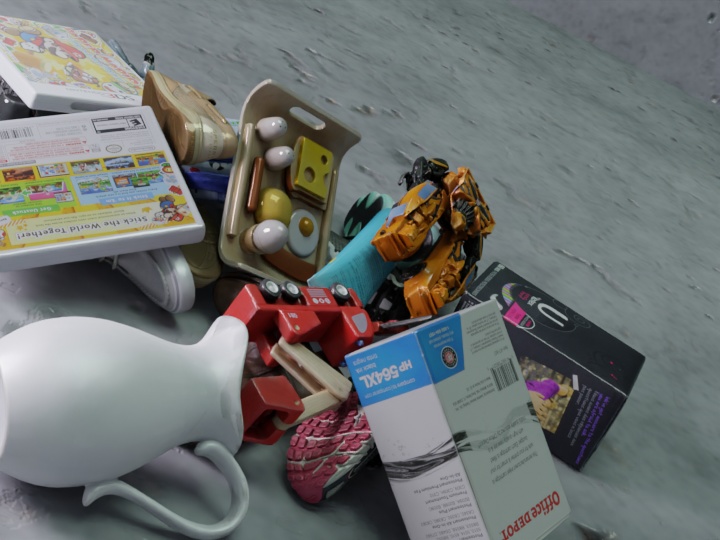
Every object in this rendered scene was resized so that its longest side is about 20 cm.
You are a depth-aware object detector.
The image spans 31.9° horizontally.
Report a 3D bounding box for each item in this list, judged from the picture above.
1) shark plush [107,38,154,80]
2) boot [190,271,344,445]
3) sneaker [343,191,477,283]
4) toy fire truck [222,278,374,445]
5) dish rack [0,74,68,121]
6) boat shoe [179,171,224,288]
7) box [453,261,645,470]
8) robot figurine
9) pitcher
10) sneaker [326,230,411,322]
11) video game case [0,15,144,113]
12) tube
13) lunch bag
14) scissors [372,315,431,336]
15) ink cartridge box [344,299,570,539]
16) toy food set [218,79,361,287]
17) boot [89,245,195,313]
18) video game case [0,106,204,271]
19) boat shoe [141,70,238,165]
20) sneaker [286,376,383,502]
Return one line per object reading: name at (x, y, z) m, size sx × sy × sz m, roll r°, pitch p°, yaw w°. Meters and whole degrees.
shark plush at (-0.259, -0.223, 1.532) m, size 0.090 × 0.084 × 0.201 m, roll 13°, pitch 28°, yaw -27°
boot at (-0.127, 0.078, 1.123) m, size 0.186 × 0.065 × 0.199 m, roll 39°, pitch 30°, yaw 25°
sneaker at (0.069, -0.015, 1.497) m, size 0.139 × 0.078 × 0.200 m, roll 37°, pitch 1°, yaw -35°
toy fire truck at (-0.050, 0.077, 1.096) m, size 0.198 × 0.049 × 0.142 m, roll 4°, pitch 46°, yaw -48°
dish rack at (-0.363, -0.203, 1.427) m, size 0.152 × 0.055 × 0.200 m, roll 9°, pitch 29°, yaw -37°
boat shoe at (-0.195, -0.042, 1.275) m, size 0.072 × 0.065 × 0.201 m, roll 12°, pitch 33°, yaw -40°
box at (0.188, 0.098, 1.344) m, size 0.199 × 0.107 × 0.122 m, roll 33°, pitch 26°, yaw 10°
robot figurine at (0.085, -0.039, 1.333) m, size 0.146 × 0.058 × 0.200 m, roll 61°, pitch 36°, yaw -16°
pitcher at (-0.177, 0.120, 0.936) m, size 0.198 × 0.121 × 0.174 m, roll 0°, pitch 70°, yaw -35°
sneaker at (-0.027, -0.011, 1.391) m, size 0.198 × 0.067 × 0.091 m, roll 31°, pitch 22°, yaw -3°
video game case at (-0.333, -0.230, 1.417) m, size 0.181 × 0.023 × 0.200 m, roll 1°, pitch 33°, yaw -46°
tube at (0.000, 0.000, 1.286) m, size 0.200 × 0.050 × 0.078 m, roll -50°, pitch 122°, yaw -55°
lunch bag at (-0.140, -0.119, 1.394) m, size 0.197 × 0.077 × 0.160 m, roll 7°, pitch 18°, yaw 15°
scissors at (0.022, 0.056, 1.227) m, size 0.072 × 0.014 × 0.200 m, roll -1°, pitch -5°, yaw -6°
ink cartridge box at (0.086, 0.142, 1.070) m, size 0.145 × 0.084 × 0.203 m, roll -15°, pitch 85°, yaw -56°
toy food set at (-0.062, -0.073, 1.277) m, size 0.060 × 0.203 × 0.143 m, roll -9°, pitch -25°, yaw 43°
boot at (-0.244, -0.021, 1.198) m, size 0.095 × 0.074 × 0.200 m, roll -18°, pitch 49°, yaw -36°
video game case at (-0.266, -0.081, 1.175) m, size 0.197 × 0.023 × 0.183 m, roll -9°, pitch 48°, yaw -24°
boat shoe at (-0.183, -0.156, 1.315) m, size 0.064 × 0.072 × 0.200 m, roll 0°, pitch 27°, yaw -25°
sneaker at (0.007, 0.147, 1.114) m, size 0.080 × 0.076 × 0.200 m, roll -3°, pitch 22°, yaw 32°
